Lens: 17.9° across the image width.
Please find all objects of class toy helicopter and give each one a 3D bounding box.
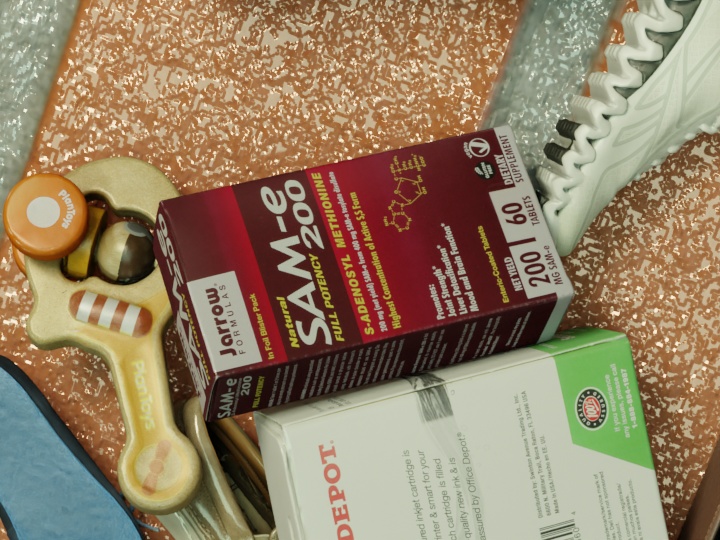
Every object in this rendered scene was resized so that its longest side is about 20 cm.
[{"bbox_3d":[-0.116,0.033,1.251,0.132,0.079,0.201,-11,76,-7],"label":"toy helicopter"}]

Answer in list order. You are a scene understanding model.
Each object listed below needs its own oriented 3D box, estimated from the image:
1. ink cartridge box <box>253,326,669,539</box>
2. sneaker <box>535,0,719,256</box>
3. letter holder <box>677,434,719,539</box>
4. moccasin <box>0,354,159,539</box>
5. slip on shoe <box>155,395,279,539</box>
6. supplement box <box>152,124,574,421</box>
[{"bbox_3d":[0.054,0.124,1.231,0.199,0.084,0.147,-13,97,-14],"label":"ink cartridge box"},{"bbox_3d":[0.159,-0.088,1.232,0.081,0.075,0.201,29,100,-8],"label":"sneaker"},{"bbox_3d":[0.231,0.148,1.218,0.100,0.142,0.201,21,100,2],"label":"letter holder"},{"bbox_3d":[-0.167,0.128,1.295,0.080,0.068,0.201,-26,96,1],"label":"moccasin"},{"bbox_3d":[-0.049,0.156,1.280,0.061,0.076,0.200,-40,85,31],"label":"slip on shoe"},{"bbox_3d":[0.000,0.000,1.208,0.199,0.061,0.109,-14,66,-15],"label":"supplement box"}]
